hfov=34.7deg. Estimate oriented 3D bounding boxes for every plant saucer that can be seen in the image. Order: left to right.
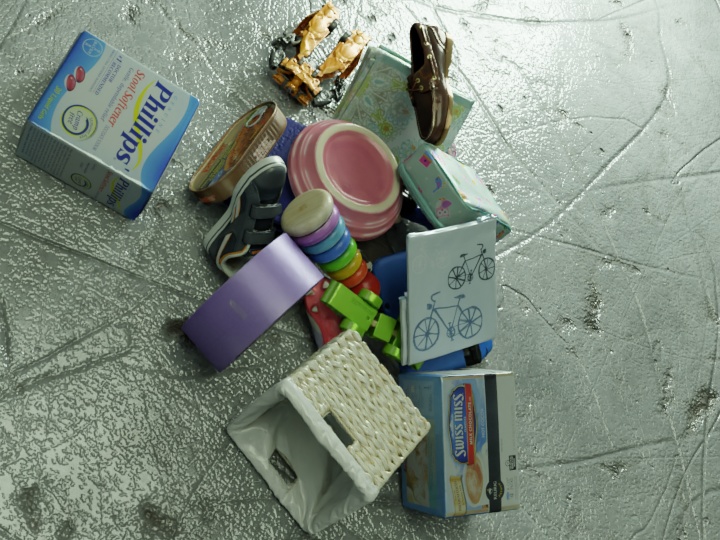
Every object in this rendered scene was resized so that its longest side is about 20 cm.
[{"bbox_3d":[-0.014,-0.146,1.753,0.198,0.051,0.203,15,60,-27],"label":"plant saucer"}]

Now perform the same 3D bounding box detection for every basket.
[{"bbox_3d":[-0.045,0.223,1.595,0.199,0.200,0.161,51,50,1],"label":"basket"}]

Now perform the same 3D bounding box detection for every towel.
[{"bbox_3d":[-0.109,-0.139,1.777,0.146,0.050,0.201,25,53,4],"label":"towel"},{"bbox_3d":[0.063,-0.252,1.880,0.198,0.172,0.048,27,22,-12],"label":"towel"}]

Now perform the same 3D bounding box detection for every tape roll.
[{"bbox_3d":[-0.150,0.045,1.610,0.085,0.200,0.200,48,56,0],"label":"tape roll"}]

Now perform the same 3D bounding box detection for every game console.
[{"bbox_3d":[0.117,0.056,1.812,0.170,0.117,0.203,-23,98,-71],"label":"game console"}]

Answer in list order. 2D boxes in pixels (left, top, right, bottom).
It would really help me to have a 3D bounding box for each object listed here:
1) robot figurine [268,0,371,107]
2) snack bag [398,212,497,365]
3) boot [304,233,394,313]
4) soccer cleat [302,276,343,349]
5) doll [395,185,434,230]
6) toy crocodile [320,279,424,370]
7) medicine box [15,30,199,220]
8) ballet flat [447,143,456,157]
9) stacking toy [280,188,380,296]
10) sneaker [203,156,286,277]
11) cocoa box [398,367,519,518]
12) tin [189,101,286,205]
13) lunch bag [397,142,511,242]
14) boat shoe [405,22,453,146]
[{"bbox_3d":[-0.070,-0.351,1.908,0.145,0.058,0.201,40,56,-6],"label":"robot figurine"},{"bbox_3d":[0.131,0.026,1.699,0.187,0.021,0.203,-14,109,-36],"label":"snack bag"},{"bbox_3d":[0.000,0.000,1.788,0.198,0.069,0.176,-20,81,-32],"label":"boot"},{"bbox_3d":[-0.041,0.105,1.727,0.066,0.076,0.203,-16,91,2],"label":"soccer cleat"},{"bbox_3d":[0.063,-0.118,1.862,0.198,0.049,0.137,27,30,-26],"label":"doll"},{"bbox_3d":[0.025,0.081,1.693,0.199,0.062,0.068,32,77,-21],"label":"toy crocodile"},{"bbox_3d":[-0.363,-0.209,1.668,0.198,0.103,0.184,29,58,-12],"label":"medicine box"},{"bbox_3d":[0.087,-0.251,1.949,0.200,0.069,0.071,44,36,-10],"label":"ballet flat"},{"bbox_3d":[-0.035,-0.020,1.688,0.201,0.085,0.086,56,49,-34],"label":"stacking toy"},{"bbox_3d":[-0.152,-0.072,1.657,0.078,0.201,0.080,-10,56,-45],"label":"sneaker"},{"bbox_3d":[0.141,0.248,1.685,0.129,0.133,0.203,-1,88,-27],"label":"cocoa box"},{"bbox_3d":[-0.184,-0.177,1.744,0.042,0.111,0.201,53,52,-30],"label":"tin"},{"bbox_3d":[0.146,-0.113,1.799,0.161,0.077,0.199,56,17,26],"label":"lunch bag"},{"bbox_3d":[0.101,-0.290,1.786,0.070,0.070,0.203,15,62,-29],"label":"boat shoe"}]
